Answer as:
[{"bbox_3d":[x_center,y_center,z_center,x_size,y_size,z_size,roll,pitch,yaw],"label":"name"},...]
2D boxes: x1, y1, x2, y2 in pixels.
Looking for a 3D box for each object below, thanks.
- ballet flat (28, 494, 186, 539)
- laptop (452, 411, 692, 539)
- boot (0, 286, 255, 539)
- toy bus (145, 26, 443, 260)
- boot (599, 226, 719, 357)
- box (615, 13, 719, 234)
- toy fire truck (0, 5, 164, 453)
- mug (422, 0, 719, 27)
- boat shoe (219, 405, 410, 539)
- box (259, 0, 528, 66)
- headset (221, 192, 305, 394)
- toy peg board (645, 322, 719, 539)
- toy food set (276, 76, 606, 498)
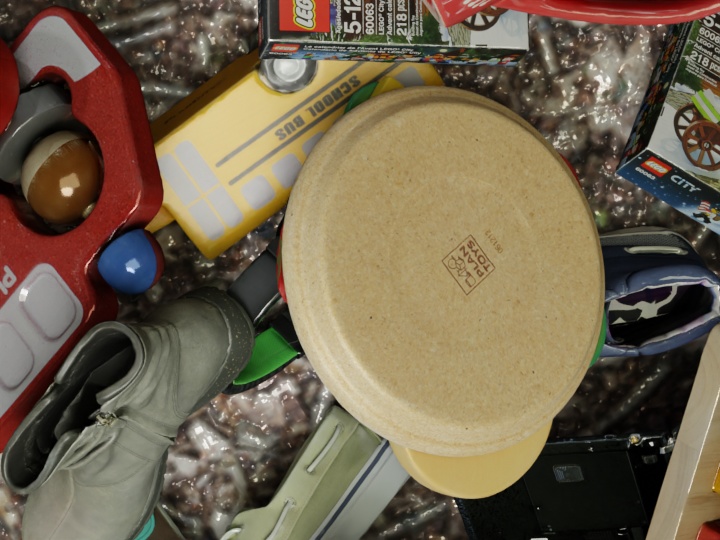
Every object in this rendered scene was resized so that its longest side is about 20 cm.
[{"bbox_3d":[-0.131,0.160,1.496,0.067,0.064,0.200,-30,95,-40],"label":"ballet flat"},{"bbox_3d":[0.163,0.112,1.513,0.200,0.103,0.177,-5,136,16],"label":"laptop"},{"bbox_3d":[-0.145,0.090,1.369,0.068,0.131,0.200,42,116,16],"label":"boot"},{"bbox_3d":[-0.059,-0.074,1.458,0.200,0.065,0.078,-37,106,1],"label":"toy bus"},{"bbox_3d":[0.099,0.022,1.486,0.200,0.090,0.073,-16,104,-4],"label":"boot"},{"bbox_3d":[0.249,-0.065,1.477,0.200,0.038,0.137,29,62,-13],"label":"box"},{"bbox_3d":[-0.176,-0.025,1.381,0.200,0.112,0.168,-47,67,17],"label":"toy fire truck"},{"bbox_3d":[0.109,-0.197,1.311,0.200,0.133,0.178,-31,81,0],"label":"mug"},{"bbox_3d":[-0.048,0.158,1.482,0.062,0.072,0.200,39,56,3],"label":"boat shoe"},{"bbox_3d":[0.016,-0.209,1.407,0.136,0.038,0.200,1,80,-10],"label":"box"},{"bbox_3d":[0.000,0.000,1.450,0.200,0.124,0.094,-42,75,-15],"label":"headset"},{"bbox_3d":[0.257,0.133,1.467,0.200,0.098,0.199,-3,114,-48],"label":"toy peg board"},{"bbox_3d":[0.046,0.001,1.391,0.200,0.049,0.198,39,65,-18],"label":"toy food set"}]
